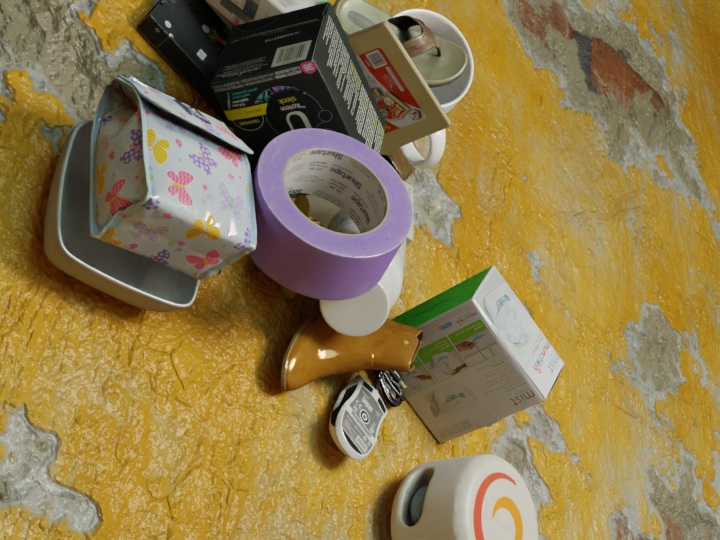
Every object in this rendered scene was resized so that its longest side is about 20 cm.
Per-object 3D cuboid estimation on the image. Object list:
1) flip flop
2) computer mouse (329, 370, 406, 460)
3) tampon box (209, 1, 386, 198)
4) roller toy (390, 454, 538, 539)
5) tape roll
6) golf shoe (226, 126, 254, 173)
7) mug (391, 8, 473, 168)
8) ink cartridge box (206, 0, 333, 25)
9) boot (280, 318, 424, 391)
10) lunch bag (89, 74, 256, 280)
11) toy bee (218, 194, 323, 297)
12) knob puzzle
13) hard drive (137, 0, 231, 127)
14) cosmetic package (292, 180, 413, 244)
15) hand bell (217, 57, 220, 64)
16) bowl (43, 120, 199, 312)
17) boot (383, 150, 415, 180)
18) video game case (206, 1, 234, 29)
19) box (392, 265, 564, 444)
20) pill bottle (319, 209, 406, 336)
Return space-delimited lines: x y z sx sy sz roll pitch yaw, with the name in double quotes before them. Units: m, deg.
"flip flop" 0.055 -0.311 1.649 0.198 0.058 0.082 28 66 -12
"computer mouse" -0.002 0.178 1.637 0.110 0.044 0.200 55 33 -15
"tampon box" -0.075 -0.211 1.582 0.127 0.148 0.201 -77 149 -44
"roller toy" 0.133 0.336 1.610 0.199 0.139 0.185 -6 83 -52
"tape roll" -0.043 -0.069 1.484 0.198 0.085 0.202 14 48 -16
"golf shoe" -0.170 -0.137 1.604 0.199 0.088 0.078 16 55 -43
"mug" 0.069 -0.243 1.766 0.146 0.175 0.202 -16 81 -25
"ink cartridge box" -0.131 -0.369 1.676 0.200 0.068 0.117 42 34 13
"boot" -0.005 0.107 1.594 0.201 0.142 0.072 -47 147 -55
"lunch bag" -0.211 -0.117 1.400 0.169 0.127 0.202 26 45 -42
"toy bee" -0.093 -0.018 1.599 0.200 0.108 0.132 -47 148 -42
"knob puzzle" -0.003 -0.235 1.655 0.219 0.219 0.031 40 43 -24
"hard drive" -0.202 -0.302 1.706 0.200 0.038 0.140 46 41 -18
"cosmetic package" -0.017 -0.108 1.766 0.199 0.073 0.105 26 49 -35
"hand bell" -0.103 -0.261 1.689 0.198 0.104 0.105 8 61 -32
"bowl" -0.280 -0.055 1.442 0.199 0.074 0.202 28 50 -35
"boot" 0.016 -0.219 1.860 0.201 0.073 0.076 56 25 -9
"video game case" -0.141 -0.386 1.785 0.182 0.022 0.201 48 36 -16
"box" 0.146 0.121 1.707 0.177 0.199 0.097 52 39 -10
"pill bottle" 0.000 0.000 1.614 0.114 0.114 0.201 47 21 -17
